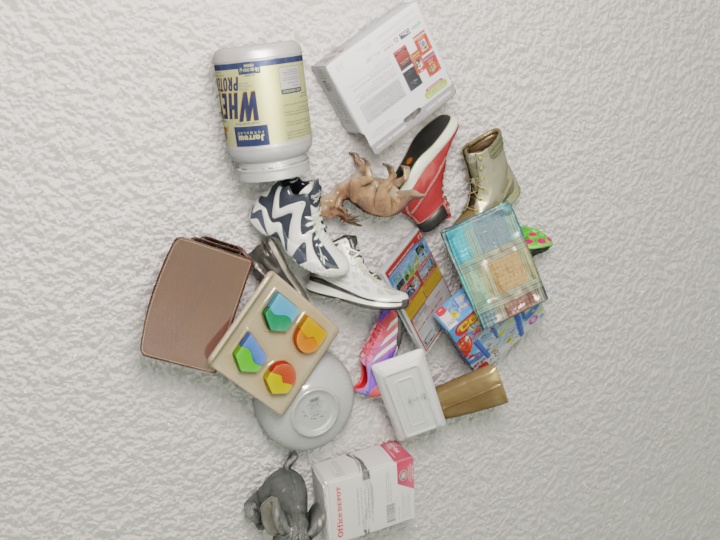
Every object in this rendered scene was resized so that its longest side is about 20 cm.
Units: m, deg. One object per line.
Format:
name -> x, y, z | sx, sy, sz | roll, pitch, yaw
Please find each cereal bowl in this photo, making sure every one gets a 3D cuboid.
cereal bowl -> -0.098, 0.252, 1.313 | 0.195, 0.083, 0.206 | -7, 107, -21

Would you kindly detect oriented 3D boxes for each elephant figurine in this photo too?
elephant figurine -> -0.127, 0.473, 1.292 | 0.139, 0.200, 0.158 | -26, 113, -14

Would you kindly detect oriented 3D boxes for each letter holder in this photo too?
letter holder -> -0.283, 0.047, 1.166 | 0.139, 0.100, 0.205 | 17, 97, -25

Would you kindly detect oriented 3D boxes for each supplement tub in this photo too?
supplement tub -> -0.152, -0.255, 1.116 | 0.142, 0.145, 0.205 | -13, 109, -20

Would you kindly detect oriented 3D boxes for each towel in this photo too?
towel -> 0.251, -0.010, 1.296 | 0.144, 0.022, 0.204 | -24, 93, -2

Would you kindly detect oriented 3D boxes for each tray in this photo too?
tray -> 0.098, 0.250, 1.357 | 0.105, 0.022, 0.203 | -19, 119, 1

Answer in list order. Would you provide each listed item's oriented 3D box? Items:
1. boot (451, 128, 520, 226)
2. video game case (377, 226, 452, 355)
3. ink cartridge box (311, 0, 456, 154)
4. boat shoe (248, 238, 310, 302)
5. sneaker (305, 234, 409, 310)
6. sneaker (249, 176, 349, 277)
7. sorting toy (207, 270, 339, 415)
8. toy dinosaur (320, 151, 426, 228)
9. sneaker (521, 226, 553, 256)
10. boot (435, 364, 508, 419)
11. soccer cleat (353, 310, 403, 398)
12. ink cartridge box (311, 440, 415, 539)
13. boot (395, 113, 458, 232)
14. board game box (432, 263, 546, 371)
boot -> 0.219, -0.156, 1.329 | 0.200, 0.071, 0.156 | -44, 131, -20
video game case -> 0.115, 0.040, 1.354 | 0.143, 0.017, 0.203 | -48, 121, -36
ink cartridge box -> 0.044, -0.332, 1.217 | 0.198, 0.084, 0.178 | -37, 115, -10
boat shoe -> -0.136, 0.037, 1.251 | 0.056, 0.067, 0.203 | -26, 114, 3
sneaker -> 0.000, 0.000, 1.249 | 0.196, 0.075, 0.119 | 13, 96, 17
sneaker -> -0.081, -0.087, 1.181 | 0.198, 0.080, 0.130 | 39, 121, 3
sorting toy -> -0.140, 0.130, 1.194 | 0.200, 0.036, 0.187 | 43, 76, -36
toy dinosaur -> 0.018, -0.127, 1.235 | 0.195, 0.086, 0.139 | 15, 103, 10
sneaker -> 0.309, -0.027, 1.436 | 0.196, 0.077, 0.085 | -23, 138, -19
boot -> 0.183, 0.230, 1.407 | 0.196, 0.067, 0.177 | -20, 125, 8
soccer cleat -> 0.035, 0.150, 1.357 | 0.071, 0.068, 0.205 | 6, 102, -16
ink cartridge box -> 0.006, 0.448, 1.411 | 0.195, 0.085, 0.150 | -10, 108, -23
boot -> 0.147, -0.180, 1.318 | 0.143, 0.072, 0.202 | 34, 90, -34
board game box -> 0.264, 0.088, 1.397 | 0.199, 0.056, 0.196 | -41, 138, -2
